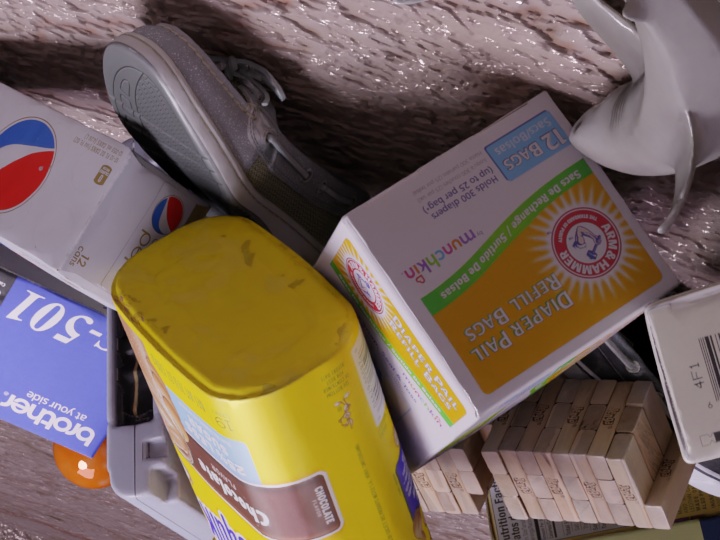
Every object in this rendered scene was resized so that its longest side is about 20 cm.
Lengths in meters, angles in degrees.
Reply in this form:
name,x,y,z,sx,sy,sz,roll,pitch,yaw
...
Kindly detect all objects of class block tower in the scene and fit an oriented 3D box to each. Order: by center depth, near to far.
name,x,y,z,sx,sy,sz,roll,pitch,yaw
block tower,0.071,0.092,1.046,0.200,0.054,0.058,0,134,32

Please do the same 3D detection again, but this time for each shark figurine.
name,x,y,z,sx,sy,sz,roll,pitch,yaw
shark figurine,0.101,-0.063,0.711,0.128,0.090,0.214,9,163,26

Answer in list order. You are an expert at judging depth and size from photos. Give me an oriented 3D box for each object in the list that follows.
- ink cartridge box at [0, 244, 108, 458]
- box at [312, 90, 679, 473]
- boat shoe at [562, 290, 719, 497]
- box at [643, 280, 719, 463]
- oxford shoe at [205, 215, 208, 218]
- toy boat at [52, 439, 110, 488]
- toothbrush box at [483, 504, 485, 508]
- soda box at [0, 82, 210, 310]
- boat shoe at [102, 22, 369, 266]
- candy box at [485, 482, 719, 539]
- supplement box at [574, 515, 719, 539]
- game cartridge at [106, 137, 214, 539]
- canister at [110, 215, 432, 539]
name,x,y,z,sx,sy,sz,roll,pitch,yaw
ink cartridge box,-0.213,0.021,1.096,0.200,0.044,0.094,25,119,-17
box,0.047,0.015,0.913,0.101,0.112,0.200,56,165,6
boat shoe,0.174,0.053,1.037,0.199,0.074,0.068,40,152,-17
box,0.171,0.042,0.879,0.082,0.068,0.200,-16,173,6
oxford shoe,0.000,0.000,1.073,0.200,0.058,0.075,20,161,-12
toy boat,-0.131,0.088,1.242,0.200,0.131,0.131,54,-178,-17
toothbrush box,0.030,0.068,1.209,0.146,0.085,0.200,15,163,10
soda box,-0.168,-0.047,0.984,0.200,0.068,0.064,27,173,42
boat shoe,-0.054,-0.060,0.945,0.074,0.065,0.202,30,168,37
candy box,0.178,0.138,1.189,0.200,0.057,0.117,-11,159,6
supplement box,0.130,0.263,1.130,0.200,0.200,0.134,-9,157,-1
game cartridge,-0.092,0.044,1.067,0.040,0.200,0.133,-12,153,20
canister,-0.033,0.088,0.928,0.149,0.087,0.200,39,154,49
